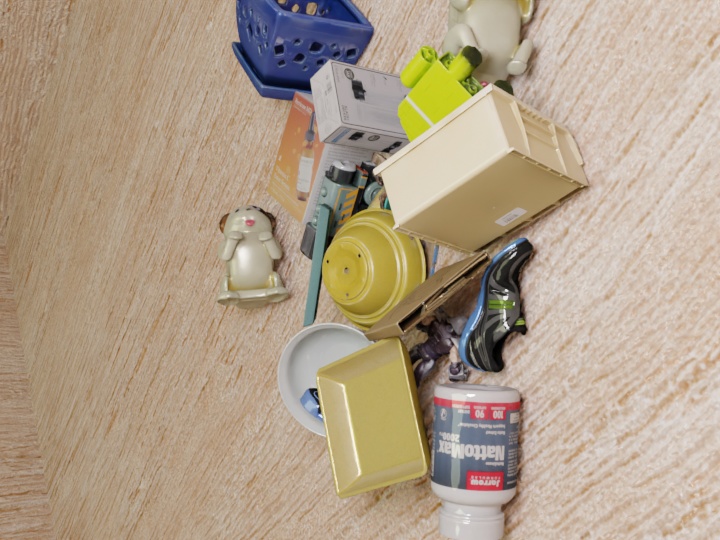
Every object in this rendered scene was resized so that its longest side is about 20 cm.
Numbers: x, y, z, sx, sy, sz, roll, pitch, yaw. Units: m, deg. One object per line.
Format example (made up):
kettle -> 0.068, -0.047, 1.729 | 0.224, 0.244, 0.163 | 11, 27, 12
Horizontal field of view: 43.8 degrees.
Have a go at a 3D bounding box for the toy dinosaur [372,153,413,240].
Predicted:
toy dinosaur -> 0.100, -0.132, 1.357 | 0.200, 0.135, 0.086 | 48, 162, 55

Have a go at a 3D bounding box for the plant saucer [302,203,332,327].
plant saucer -> -0.070, -0.009, 1.470 | 0.070, 0.019, 0.202 | -61, -20, -83

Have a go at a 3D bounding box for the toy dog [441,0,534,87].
toy dog -> 0.162, -0.315, 1.270 | 0.194, 0.139, 0.202 | 28, 111, 61

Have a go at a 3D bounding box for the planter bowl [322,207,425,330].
planter bowl -> 0.000, 0.000, 1.422 | 0.199, 0.083, 0.202 | 1, 91, 38

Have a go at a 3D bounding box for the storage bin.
storage bin -> 0.162, -0.118, 1.161 | 0.200, 0.198, 0.094 | -33, 58, 34

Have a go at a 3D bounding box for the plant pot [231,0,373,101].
plant pot -> -0.121, -0.423, 1.643 | 0.200, 0.199, 0.181 | 57, 137, 40

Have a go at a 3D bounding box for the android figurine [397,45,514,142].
android figurine -> 0.126, -0.219, 1.238 | 0.182, 0.041, 0.200 | 46, 146, 1

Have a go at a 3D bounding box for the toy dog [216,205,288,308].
toy dog -> -0.216, -0.033, 1.798 | 0.194, 0.138, 0.202 | 82, -178, -79

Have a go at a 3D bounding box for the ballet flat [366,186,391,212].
ballet flat -> 0.022, -0.045, 1.493 | 0.070, 0.070, 0.202 | 2, 91, 55

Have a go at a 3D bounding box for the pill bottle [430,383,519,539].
pill bottle -> 0.157, 0.261, 1.229 | 0.119, 0.119, 0.202 | -1, 86, 55

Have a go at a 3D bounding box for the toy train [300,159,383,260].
toy train -> -0.030, -0.096, 1.541 | 0.085, 0.113, 0.201 | 41, 120, 48

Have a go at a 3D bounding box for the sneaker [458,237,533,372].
sneaker -> 0.203, 0.050, 1.244 | 0.082, 0.071, 0.201 | 25, 106, 29

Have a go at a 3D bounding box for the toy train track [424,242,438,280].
toy train track -> 0.104, -0.039, 1.412 | 0.114, 0.032, 0.202 | 21, 105, 54

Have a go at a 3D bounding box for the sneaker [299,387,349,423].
sneaker -> 0.004, 0.225, 1.428 | 0.078, 0.199, 0.070 | -64, -4, 11

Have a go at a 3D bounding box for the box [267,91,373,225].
box -> -0.069, -0.198, 1.615 | 0.152, 0.106, 0.201 | 42, 120, 49

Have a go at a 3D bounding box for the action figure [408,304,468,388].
action figure -> 0.100, 0.129, 1.359 | 0.200, 0.069, 0.131 | -45, 50, 23

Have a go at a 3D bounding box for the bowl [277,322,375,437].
bowl -> -0.033, 0.173, 1.503 | 0.199, 0.090, 0.203 | 3, 104, 12

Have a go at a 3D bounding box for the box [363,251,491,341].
box -> 0.090, 0.041, 1.277 | 0.021, 0.163, 0.200 | 52, 166, -3

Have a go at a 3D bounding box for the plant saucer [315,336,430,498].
plant saucer -> 0.026, 0.218, 1.318 | 0.200, 0.048, 0.201 | -29, 65, 44

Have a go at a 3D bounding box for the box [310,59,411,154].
box -> 0.026, -0.248, 1.401 | 0.060, 0.199, 0.118 | -32, 62, 49
